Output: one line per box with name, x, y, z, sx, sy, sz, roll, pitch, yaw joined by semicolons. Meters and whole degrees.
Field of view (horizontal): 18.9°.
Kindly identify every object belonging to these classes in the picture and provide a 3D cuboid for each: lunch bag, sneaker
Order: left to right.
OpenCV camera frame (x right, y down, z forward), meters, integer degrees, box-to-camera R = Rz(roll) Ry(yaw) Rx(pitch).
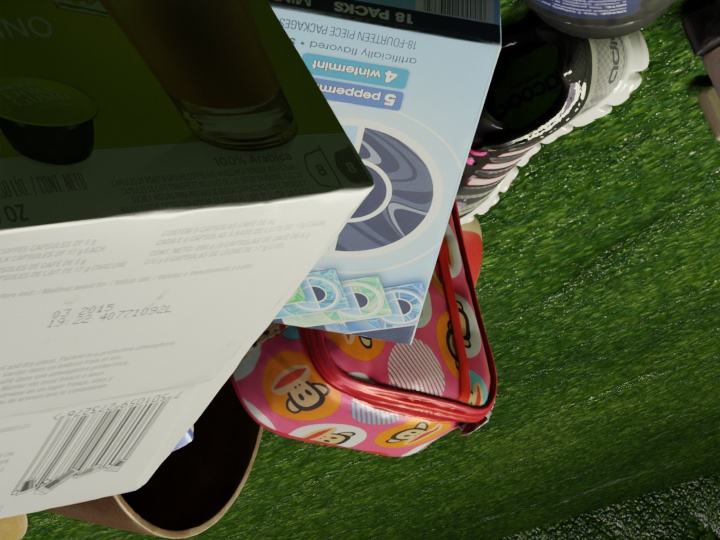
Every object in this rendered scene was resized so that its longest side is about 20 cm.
lunch bag;0.000;0.000;1.181;0.082;0.202;0.175;-30;150;34
sneaker;0.070;-0.088;1.258;0.199;0.074;0.087;-34;162;27

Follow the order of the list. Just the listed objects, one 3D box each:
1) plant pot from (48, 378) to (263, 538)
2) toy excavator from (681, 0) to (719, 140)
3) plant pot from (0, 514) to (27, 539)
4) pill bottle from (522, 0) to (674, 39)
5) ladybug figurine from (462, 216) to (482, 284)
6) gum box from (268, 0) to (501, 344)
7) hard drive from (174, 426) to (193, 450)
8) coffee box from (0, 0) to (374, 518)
plant pot;-0.184;0.057;1.238;0.198;0.189;0.186;-2;175;28
toy excavator;0.275;-0.128;1.377;0.194;0.101;0.199;-29;172;34
plant pot;-0.270;0.090;1.204;0.028;0.200;0.200;-49;179;-27
pill bottle;0.101;-0.170;0.917;0.111;0.113;0.200;-21;166;1
ladybug figurine;0.019;0.004;1.518;0.135;0.073;0.199;-27;164;25
gum box;-0.038;-0.057;0.998;0.168;0.045;0.201;8;136;-6
hard drive;-0.178;0.034;1.039;0.131;0.025;0.201;-19;132;8
coffee box;-0.156;-0.038;0.803;0.199;0.199;0.200;-7;147;-41
